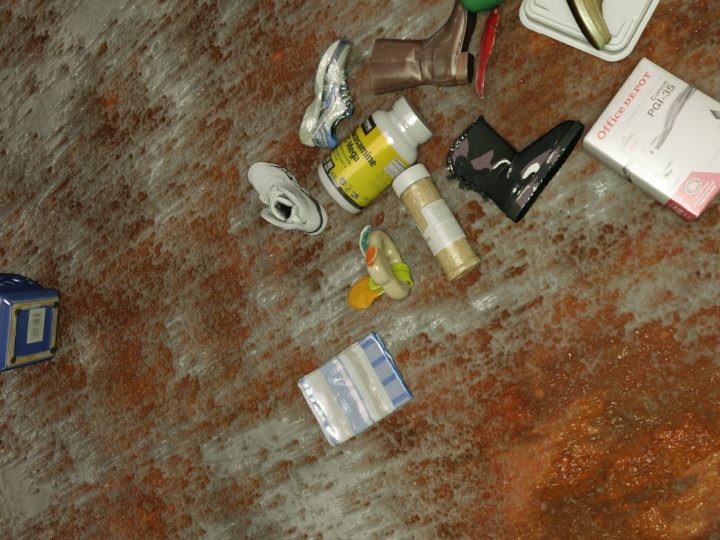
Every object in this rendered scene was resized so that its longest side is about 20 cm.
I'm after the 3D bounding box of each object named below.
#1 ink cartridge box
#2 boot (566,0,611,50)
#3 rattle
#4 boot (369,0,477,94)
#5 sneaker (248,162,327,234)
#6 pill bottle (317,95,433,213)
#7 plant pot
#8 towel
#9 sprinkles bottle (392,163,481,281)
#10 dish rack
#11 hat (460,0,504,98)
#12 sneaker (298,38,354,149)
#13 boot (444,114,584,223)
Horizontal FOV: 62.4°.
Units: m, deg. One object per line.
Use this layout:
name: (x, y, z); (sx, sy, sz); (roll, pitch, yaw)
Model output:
ink cartridge box: (0.454, -0.192, 0.884); (0.199, 0.082, 0.148); (40, 105, 17)
boot: (0.376, -0.448, 0.877); (0.152, 0.072, 0.204); (-21, 83, 19)
rattle: (0.000, 0.000, 1.014); (0.140, 0.199, 0.134); (-9, 87, 22)
boot: (0.101, -0.411, 1.047); (0.196, 0.064, 0.191); (4, 90, 27)
sneaker: (-0.157, -0.144, 1.125); (0.199, 0.114, 0.076); (41, 105, 17)
pill bottle: (0.028, -0.205, 1.047); (0.199, 0.112, 0.113); (-40, 76, 18)
plant pot: (-0.818, 0.122, 1.368); (0.176, 0.200, 0.205); (9, 94, 15)
towel: (-0.014, 0.225, 1.119); (0.198, 0.024, 0.149); (-35, 79, 19)
sprinkles bottle: (0.131, -0.083, 1.029); (0.068, 0.068, 0.203); (-34, 78, 19)
dish rack: (0.367, -0.447, 0.940); (0.198, 0.043, 0.174); (31, 102, 19)
hat: (0.179, -0.433, 0.966); (0.163, 0.202, 0.177); (27, 127, -10)
sneaker: (-0.044, -0.322, 1.107); (0.084, 0.077, 0.204); (22, 106, 11)
boot: (0.246, -0.196, 0.981); (0.162, 0.073, 0.200); (42, 106, 20)
